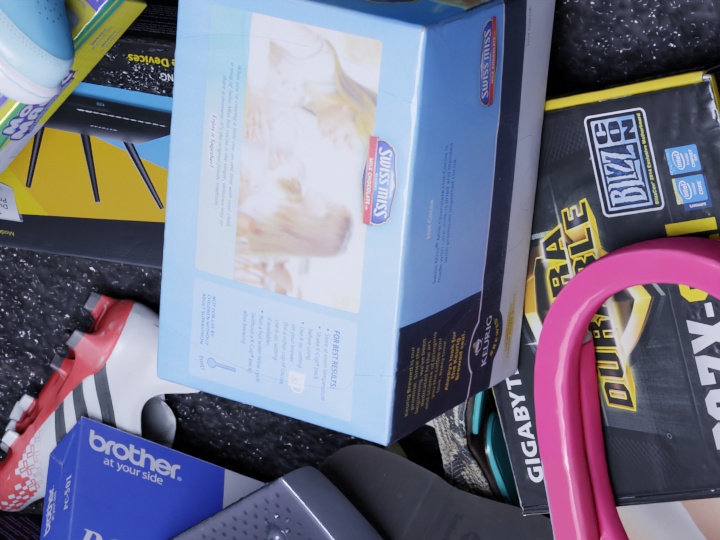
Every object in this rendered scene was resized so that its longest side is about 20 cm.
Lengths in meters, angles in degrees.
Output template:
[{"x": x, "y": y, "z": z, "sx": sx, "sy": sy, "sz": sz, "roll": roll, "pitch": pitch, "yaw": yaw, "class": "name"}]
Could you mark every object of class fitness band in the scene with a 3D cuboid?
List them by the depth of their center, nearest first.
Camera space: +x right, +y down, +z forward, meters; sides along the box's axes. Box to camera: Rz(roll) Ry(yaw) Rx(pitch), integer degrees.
[{"x": 0.153, "y": 0.082, "z": 1.311, "sx": 0.144, "sy": 0.037, "sz": 0.200, "roll": -1, "pitch": 106, "yaw": 32, "class": "fitness band"}]

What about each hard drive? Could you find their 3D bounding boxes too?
[{"x": -0.010, "y": 0.199, "z": 1.481, "sx": 0.135, "sy": 0.042, "sz": 0.200, "roll": -32, "pitch": 95, "yaw": 44, "class": "hard drive"}]

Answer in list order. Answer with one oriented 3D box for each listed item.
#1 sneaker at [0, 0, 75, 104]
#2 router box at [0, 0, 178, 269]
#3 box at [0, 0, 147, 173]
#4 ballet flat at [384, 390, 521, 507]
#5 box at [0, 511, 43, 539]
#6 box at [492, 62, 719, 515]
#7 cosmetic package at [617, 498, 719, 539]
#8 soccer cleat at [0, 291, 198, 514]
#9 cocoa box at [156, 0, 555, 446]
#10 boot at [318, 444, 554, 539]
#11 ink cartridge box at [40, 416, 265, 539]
[{"x": -0.150, "y": -0.187, "z": 1.305, "sx": 0.131, "sy": 0.080, "sz": 0.200, "roll": -27, "pitch": 81, "yaw": 26, "class": "sneaker"}, {"x": -0.119, "y": -0.073, "z": 1.456, "sx": 0.200, "sy": 0.051, "sz": 0.149, "roll": 8, "pitch": 131, "yaw": 19, "class": "router box"}, {"x": -0.213, "y": -0.097, "z": 1.397, "sx": 0.117, "sy": 0.048, "sz": 0.200, "roll": 45, "pitch": 105, "yaw": 15, "class": "box"}, {"x": 0.045, "y": 0.075, "z": 1.499, "sx": 0.075, "sy": 0.068, "sz": 0.200, "roll": 0, "pitch": 132, "yaw": 12, "class": "ballet flat"}, {"x": -0.163, "y": 0.180, "z": 1.590, "sx": 0.143, "sy": 0.200, "sz": 0.036, "roll": 32, "pitch": 102, "yaw": 35, "class": "box"}, {"x": 0.129, "y": 0.010, "z": 1.355, "sx": 0.160, "sy": 0.049, "sz": 0.200, "roll": -9, "pitch": 98, "yaw": 35, "class": "box"}, {"x": 0.212, "y": 0.093, "z": 1.423, "sx": 0.200, "sy": 0.087, "sz": 0.103, "roll": -23, "pitch": 115, "yaw": 38, "class": "cosmetic package"}, {"x": -0.152, "y": 0.090, "z": 1.611, "sx": 0.085, "sy": 0.069, "sz": 0.200, "roll": 30, "pitch": 133, "yaw": -7, "class": "soccer cleat"}, {"x": -0.003, "y": -0.041, "z": 1.318, "sx": 0.133, "sy": 0.131, "sz": 0.200, "roll": 15, "pitch": 112, "yaw": 27, "class": "cocoa box"}, {"x": 0.067, "y": 0.161, "z": 1.494, "sx": 0.200, "sy": 0.074, "sz": 0.075, "roll": 31, "pitch": 163, "yaw": 18, "class": "boot"}, {"x": -0.078, "y": 0.159, "z": 1.571, "sx": 0.200, "sy": 0.094, "sz": 0.044, "roll": 22, "pitch": 136, "yaw": -22, "class": "ink cartridge box"}]
